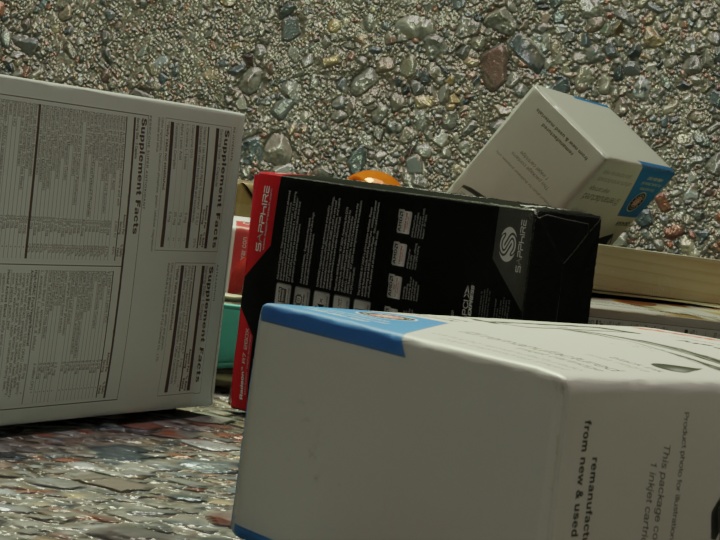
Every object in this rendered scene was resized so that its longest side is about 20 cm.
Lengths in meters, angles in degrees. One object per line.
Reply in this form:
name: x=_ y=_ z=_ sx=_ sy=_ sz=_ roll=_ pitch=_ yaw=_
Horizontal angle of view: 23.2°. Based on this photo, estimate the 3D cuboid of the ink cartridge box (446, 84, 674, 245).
ink cartridge box: x=0.121 y=-0.031 z=1.315 sx=0.084 sy=0.200 sz=0.144 roll=48 pitch=21 yaw=22

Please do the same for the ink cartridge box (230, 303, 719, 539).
ink cartridge box: x=0.080 y=0.064 z=0.594 sx=0.200 sy=0.085 sz=0.146 roll=3 pitch=5 yaw=-42

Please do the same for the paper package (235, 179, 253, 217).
paper package: x=-0.103 y=-0.053 z=2.137 sx=0.190 sy=0.104 sz=0.200 roll=6 pitch=3 yaw=-24

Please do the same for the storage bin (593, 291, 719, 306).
storage bin: x=0.291 y=0.047 z=1.310 sx=0.200 sy=0.094 sz=0.198 roll=9 pitch=3 yaw=42

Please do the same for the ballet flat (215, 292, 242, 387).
ballet flat: x=-0.029 y=0.043 z=0.967 sx=0.199 sy=0.070 sz=0.069 roll=9 pitch=4 yaw=29

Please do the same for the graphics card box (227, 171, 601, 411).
graphics card box: x=0.020 y=0.023 z=0.839 sx=0.051 sy=0.126 sz=0.200 roll=5 pitch=3 yaw=-41

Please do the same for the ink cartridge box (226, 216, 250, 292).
ink cartridge box: x=-0.152 y=-0.005 z=1.309 sx=0.199 sy=0.084 sz=0.144 roll=6 pitch=4 yaw=-5

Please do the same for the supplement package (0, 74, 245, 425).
supplement package: x=-0.176 y=-0.015 z=0.826 sx=0.151 sy=0.151 sz=0.200 roll=8 pitch=4 yaw=29

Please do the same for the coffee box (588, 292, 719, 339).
coffee box: x=0.165 y=0.058 z=0.939 sx=0.199 sy=0.080 sz=0.114 roll=6 pitch=3 yaw=-14

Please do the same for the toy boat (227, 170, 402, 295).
toy boat: x=0.000 y=0.000 z=1.142 sx=0.130 sy=0.131 sz=0.200 roll=8 pitch=3 yaw=27

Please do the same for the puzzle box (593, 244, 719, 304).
puzzle box: x=0.099 y=-0.005 z=1.001 sx=0.133 sy=0.026 sz=0.200 roll=6 pitch=1 yaw=-26
